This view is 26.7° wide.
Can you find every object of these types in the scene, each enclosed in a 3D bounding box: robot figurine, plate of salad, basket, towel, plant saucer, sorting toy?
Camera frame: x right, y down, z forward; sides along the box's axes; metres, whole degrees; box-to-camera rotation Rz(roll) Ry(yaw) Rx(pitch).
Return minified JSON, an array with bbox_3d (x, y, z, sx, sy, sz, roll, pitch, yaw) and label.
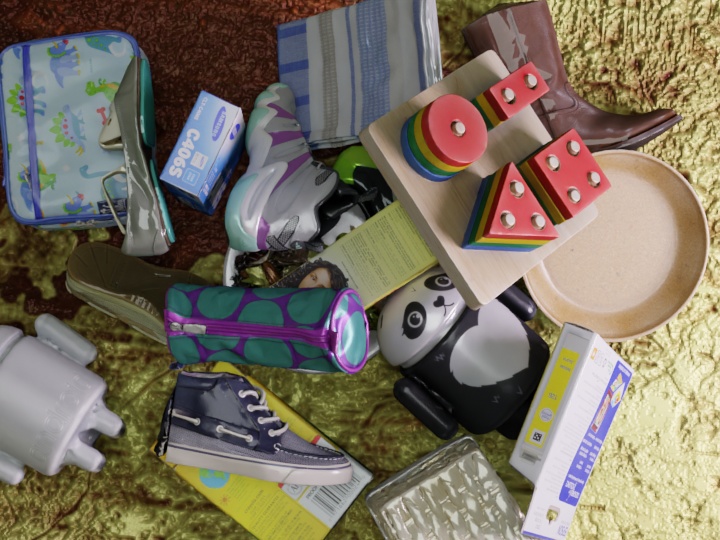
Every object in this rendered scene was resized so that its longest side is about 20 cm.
[{"bbox_3d":[-0.336,0.130,1.533,0.200,0.113,0.170,29,76,1],"label":"robot figurine"},{"bbox_3d":[-0.044,0.008,1.578,0.199,0.048,0.201,0,87,-1],"label":"plate of salad"},{"bbox_3d":[0.108,0.282,1.524,0.135,0.123,0.200,-31,86,-3],"label":"basket"},{"bbox_3d":[0.111,0.084,1.528,0.200,0.150,0.125,41,115,-8],"label":"robot figurine"},{"bbox_3d":[-0.003,-0.203,1.552,0.199,0.024,0.147,-7,84,34],"label":"towel"},{"bbox_3d":[0.260,-0.027,1.574,0.199,0.035,0.201,-1,100,-4],"label":"plant saucer"},{"bbox_3d":[0.132,-0.100,1.450,0.199,0.070,0.200,-35,93,-37],"label":"sorting toy"}]

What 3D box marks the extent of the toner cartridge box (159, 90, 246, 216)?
[{"bbox_3d":[-0.153,-0.113,1.508,0.043,0.200,0.095,24,87,0],"label":"toner cartridge box"}]

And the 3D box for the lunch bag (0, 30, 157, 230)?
[{"bbox_3d":[-0.294,-0.142,1.570,0.160,0.082,0.201,-4,85,2],"label":"lunch bag"}]

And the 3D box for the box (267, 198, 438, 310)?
[{"bbox_3d":[0.000,0.000,1.494,0.200,0.050,0.075,-35,84,23],"label":"box"}]

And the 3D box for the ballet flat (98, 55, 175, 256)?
[{"bbox_3d":[-0.228,-0.112,1.495,0.063,0.067,0.201,-9,84,1],"label":"ballet flat"}]

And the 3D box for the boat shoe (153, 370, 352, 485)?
[{"bbox_3d":[-0.102,0.154,1.502,0.199,0.075,0.093,9,93,0],"label":"boat shoe"}]

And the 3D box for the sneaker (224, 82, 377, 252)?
[{"bbox_3d":[-0.050,-0.098,1.522,0.139,0.078,0.201,7,61,7],"label":"sneaker"}]

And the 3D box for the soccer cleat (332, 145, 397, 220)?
[{"bbox_3d":[0.053,-0.052,1.567,0.200,0.068,0.081,34,69,2],"label":"soccer cleat"}]

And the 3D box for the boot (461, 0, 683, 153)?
[{"bbox_3d":[0.221,-0.209,1.594,0.186,0.064,0.201,-20,82,-4],"label":"boot"}]

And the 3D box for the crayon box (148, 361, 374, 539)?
[{"bbox_3d":[-0.101,0.197,1.563,0.200,0.051,0.127,39,86,1],"label":"crayon box"}]

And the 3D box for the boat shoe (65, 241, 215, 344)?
[{"bbox_3d":[-0.211,0.038,1.572,0.200,0.063,0.073,22,59,-4],"label":"boat shoe"}]

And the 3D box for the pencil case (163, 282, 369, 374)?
[{"bbox_3d":[-0.093,0.056,1.465,0.199,0.092,0.085,1,95,24],"label":"pencil case"}]

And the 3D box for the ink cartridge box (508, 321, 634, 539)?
[{"bbox_3d":[0.201,0.166,1.499,0.047,0.198,0.201,23,85,23],"label":"ink cartridge box"}]
